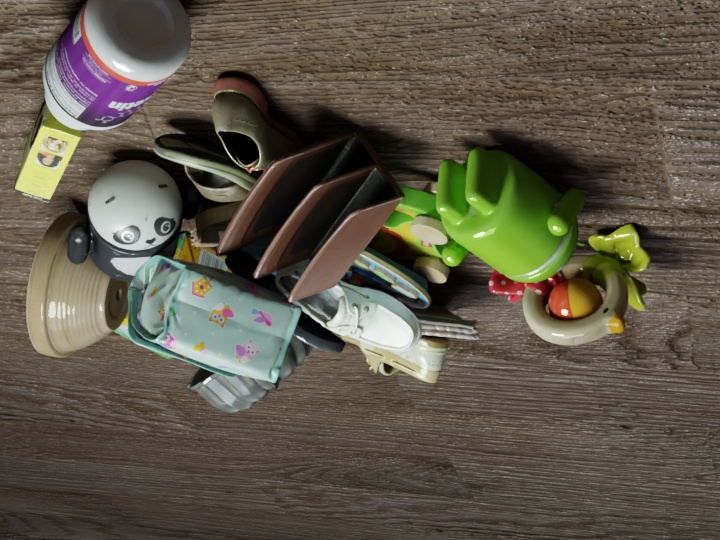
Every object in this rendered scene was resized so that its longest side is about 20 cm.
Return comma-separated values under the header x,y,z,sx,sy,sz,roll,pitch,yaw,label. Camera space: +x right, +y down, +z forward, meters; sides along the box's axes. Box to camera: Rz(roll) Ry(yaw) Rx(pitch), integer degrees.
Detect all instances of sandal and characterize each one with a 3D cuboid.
x,y,z,sx,sy,sz,roll,pitch,yaw,label
-0.160,-0.107,1.674,0.200,0.058,0.080,24,-164,-28,sandal
-0.096,0.035,1.812,0.200,0.043,0.076,42,-166,13,sandal

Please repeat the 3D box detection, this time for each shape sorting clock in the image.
x,y,z,sx,sy,sz,roll,pitch,yaw,label
0.000,0.000,1.788,0.199,0.039,0.200,23,171,4,shape sorting clock

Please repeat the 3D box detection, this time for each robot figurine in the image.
x,y,z,sx,sy,sz,roll,pitch,yaw,label
0.171,-0.061,1.595,0.175,0.116,0.200,-19,142,37,robot figurine
-0.291,-0.058,1.788,0.124,0.151,0.200,26,155,-1,robot figurine

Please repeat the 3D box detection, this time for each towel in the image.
x,y,z,sx,sy,sz,roll,pitch,yaw,label
0.044,0.061,1.896,0.198,0.032,0.191,7,-178,-15,towel

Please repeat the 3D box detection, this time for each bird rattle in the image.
x,y,z,sx,sy,sz,roll,pitch,yaw,label
0.254,0.019,1.697,0.198,0.164,0.113,-3,135,10,bird rattle

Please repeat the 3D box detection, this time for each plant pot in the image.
x,y,z,sx,sy,sz,roll,pitch,yaw,label
-0.372,0.025,1.908,0.092,0.202,0.201,9,156,11,plant pot

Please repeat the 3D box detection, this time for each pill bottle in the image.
x,y,z,sx,sy,sz,roll,pitch,yaw,label
-0.262,-0.218,1.452,0.112,0.113,0.200,22,154,-23,pill bottle

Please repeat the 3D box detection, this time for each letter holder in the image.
x,y,z,sx,sy,sz,roll,pitch,yaw,label
-0.066,-0.051,1.610,0.142,0.101,0.200,-22,161,-38,letter holder

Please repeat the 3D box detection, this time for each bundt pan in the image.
x,y,z,sx,sy,sz,roll,pitch,yaw,label
-0.140,0.121,1.917,0.076,0.202,0.202,50,145,-9,bundt pan

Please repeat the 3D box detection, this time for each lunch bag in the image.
x,y,z,sx,sy,sz,roll,pitch,yaw,label
-0.192,0.058,1.726,0.170,0.123,0.200,22,175,-25,lunch bag

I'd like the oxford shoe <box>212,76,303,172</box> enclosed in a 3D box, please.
x,y,z,sx,sy,sz,roll,pitch,yaw,label
-0.121,-0.140,1.602,0.070,0.075,0.200,-2,153,25,oxford shoe

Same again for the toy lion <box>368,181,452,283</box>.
x,y,z,sx,sy,sz,roll,pitch,yaw,label
0.026,-0.059,1.733,0.190,0.069,0.200,16,160,9,toy lion

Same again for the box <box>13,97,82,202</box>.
x,y,z,sx,sy,sz,roll,pitch,yaw,label
-0.373,-0.156,1.681,0.050,0.076,0.200,17,154,-17,box

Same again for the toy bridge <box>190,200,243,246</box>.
x,y,z,sx,sy,sz,roll,pitch,yaw,label
-0.173,-0.066,1.805,0.067,0.027,0.200,-1,168,-34,toy bridge

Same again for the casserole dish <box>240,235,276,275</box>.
x,y,z,sx,sy,sz,roll,pitch,yaw,label
-0.117,-0.010,1.924,0.120,0.039,0.200,4,155,16,casserole dish

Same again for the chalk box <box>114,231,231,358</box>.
x,y,z,sx,sy,sz,roll,pitch,yaw,label
-0.278,0.043,2.003,0.124,0.125,0.199,30,150,-34,chalk box

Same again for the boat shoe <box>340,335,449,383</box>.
x,y,z,sx,sy,sz,roll,pitch,yaw,label
0.038,0.110,1.897,0.074,0.067,0.199,4,-176,-37,boat shoe

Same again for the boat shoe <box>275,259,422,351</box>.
x,y,z,sx,sy,sz,roll,pitch,yaw,label
-0.020,0.052,1.744,0.199,0.071,0.069,24,-163,5,boat shoe
